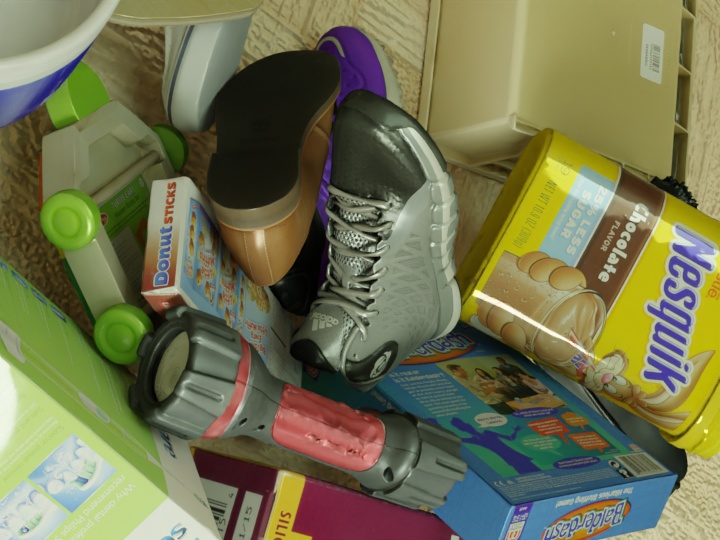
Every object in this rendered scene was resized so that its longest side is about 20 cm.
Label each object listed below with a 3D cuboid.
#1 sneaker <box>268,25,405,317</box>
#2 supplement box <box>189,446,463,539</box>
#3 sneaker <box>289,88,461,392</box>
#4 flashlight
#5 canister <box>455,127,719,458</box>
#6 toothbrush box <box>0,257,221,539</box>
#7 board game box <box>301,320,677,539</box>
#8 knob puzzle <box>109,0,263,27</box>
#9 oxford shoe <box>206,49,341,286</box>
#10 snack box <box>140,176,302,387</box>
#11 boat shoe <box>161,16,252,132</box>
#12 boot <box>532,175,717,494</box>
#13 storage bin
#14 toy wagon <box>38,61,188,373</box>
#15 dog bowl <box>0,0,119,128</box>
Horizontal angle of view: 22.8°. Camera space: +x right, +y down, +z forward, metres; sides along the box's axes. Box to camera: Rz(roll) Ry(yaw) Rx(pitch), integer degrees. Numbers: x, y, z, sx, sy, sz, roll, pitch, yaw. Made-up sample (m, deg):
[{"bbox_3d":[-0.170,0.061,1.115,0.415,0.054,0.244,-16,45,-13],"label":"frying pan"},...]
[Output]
[{"bbox_3d":[-0.032,-0.068,1.131,0.099,0.069,0.201,13,71,-34],"label":"sneaker"},{"bbox_3d":[-0.018,0.196,1.075,0.199,0.103,0.132,20,81,-37],"label":"supplement box"},{"bbox_3d":[0.000,0.000,1.029,0.116,0.075,0.201,-46,142,-26],"label":"sneaker"},{"bbox_3d":[-0.028,0.082,0.980,0.199,0.068,0.068,24,31,-31],"label":"flashlight"},{"bbox_3d":[0.175,0.013,1.178,0.199,0.087,0.149,28,94,-7],"label":"canister"},{"bbox_3d":[-0.178,0.075,0.925,0.086,0.146,0.200,-44,118,5],"label":"toothbrush box"},{"bbox_3d":[0.077,0.100,1.129,0.151,0.200,0.045,-3,121,-40],"label":"board game box"},{"bbox_3d":[-0.136,-0.217,1.050,0.218,0.030,0.221,9,63,-18],"label":"knob puzzle"},{"bbox_3d":[-0.051,-0.066,1.057,0.201,0.071,0.072,-75,161,-51],"label":"oxford shoe"},{"bbox_3d":[-0.076,0.027,1.041,0.200,0.024,0.072,58,30,-56],"label":"snack box"},{"bbox_3d":[-0.103,-0.178,1.094,0.071,0.069,0.201,80,20,-69],"label":"boat shoe"},{"bbox_3d":[0.221,0.048,1.281,0.168,0.076,0.200,-40,111,6],"label":"boot"},{"bbox_3d":[0.151,-0.164,1.292,0.198,0.093,0.201,17,73,-39],"label":"storage bin"},{"bbox_3d":[-0.136,-0.039,1.021,0.201,0.039,0.155,66,21,-12],"label":"toy wagon"},{"bbox_3d":[-0.222,-0.172,0.919,0.199,0.079,0.201,13,61,-24],"label":"dog bowl"}]
